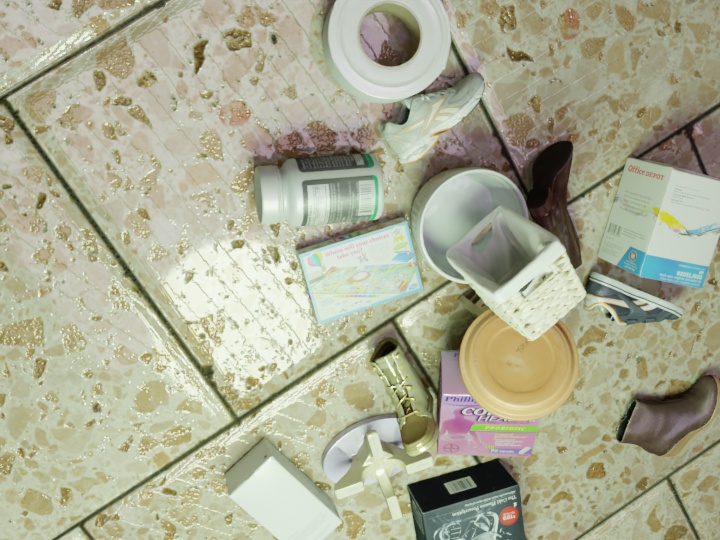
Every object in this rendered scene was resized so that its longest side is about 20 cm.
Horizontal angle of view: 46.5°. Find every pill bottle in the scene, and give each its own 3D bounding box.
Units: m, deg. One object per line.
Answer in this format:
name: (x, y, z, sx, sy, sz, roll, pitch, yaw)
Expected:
pill bottle: (-0.069, -0.131, 1.381, 0.200, 0.113, 0.113, -5, 107, -13)

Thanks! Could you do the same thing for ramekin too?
ramekin: (0.181, -0.085, 1.465, 0.200, 0.105, 0.200, -4, 106, -14)

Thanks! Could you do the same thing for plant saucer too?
plant saucer: (0.265, 0.150, 1.401, 0.200, 0.032, 0.201, -1, 74, 2)

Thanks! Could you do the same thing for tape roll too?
tape roll: (0.042, -0.372, 1.347, 0.202, 0.071, 0.203, -1, 95, -10)

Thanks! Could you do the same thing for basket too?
basket: (0.250, 0.003, 1.351, 0.136, 0.200, 0.123, -41, 118, 0)

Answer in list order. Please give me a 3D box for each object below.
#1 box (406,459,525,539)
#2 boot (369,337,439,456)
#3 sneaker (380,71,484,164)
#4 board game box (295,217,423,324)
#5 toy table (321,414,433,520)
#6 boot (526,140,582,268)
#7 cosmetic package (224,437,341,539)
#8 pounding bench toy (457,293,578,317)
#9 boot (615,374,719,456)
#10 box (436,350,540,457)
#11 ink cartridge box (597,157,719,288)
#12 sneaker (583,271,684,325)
box: (0.210, 0.495, 1.637, 0.200, 0.104, 0.182, -14, 110, -10)
boot: (0.075, 0.218, 1.476, 0.073, 0.200, 0.156, -25, 110, 15)
sneaker: (0.120, -0.275, 1.414, 0.200, 0.076, 0.092, -44, 107, -1)
board game box: (0.000, 0.000, 1.478, 0.200, 0.034, 0.135, -17, 109, -9)
toy table: (0.034, 0.351, 1.543, 0.200, 0.117, 0.184, -29, 110, -4)
boot: (0.369, -0.108, 1.530, 0.200, 0.064, 0.186, 54, 54, -38)
cosmetic package: (-0.141, 0.416, 1.531, 0.108, 0.085, 0.200, -41, 111, -1)
pounding bench toy: (0.315, 0.077, 1.535, 0.156, 0.124, 0.200, -46, 111, 1)
boot: (0.628, 0.286, 1.705, 0.166, 0.072, 0.200, 19, 103, -21)
box: (0.228, 0.242, 1.505, 0.176, 0.097, 0.200, 1, 137, 3)
ink cartridge box: (0.559, -0.091, 1.541, 0.144, 0.147, 0.200, 10, 103, -17)
sneaker: (0.520, 0.070, 1.614, 0.200, 0.078, 0.079, 20, 95, -8)
